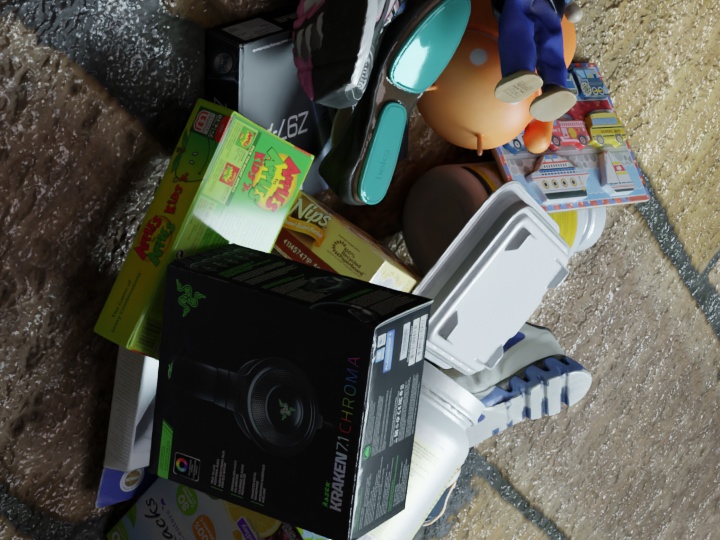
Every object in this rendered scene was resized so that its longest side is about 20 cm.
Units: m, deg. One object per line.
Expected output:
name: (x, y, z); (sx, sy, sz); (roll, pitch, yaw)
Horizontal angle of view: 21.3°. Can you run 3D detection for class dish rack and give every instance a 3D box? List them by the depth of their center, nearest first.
dish rack: (0.118, 0.018, 1.691); (0.172, 0.043, 0.200); (-52, 157, 2)

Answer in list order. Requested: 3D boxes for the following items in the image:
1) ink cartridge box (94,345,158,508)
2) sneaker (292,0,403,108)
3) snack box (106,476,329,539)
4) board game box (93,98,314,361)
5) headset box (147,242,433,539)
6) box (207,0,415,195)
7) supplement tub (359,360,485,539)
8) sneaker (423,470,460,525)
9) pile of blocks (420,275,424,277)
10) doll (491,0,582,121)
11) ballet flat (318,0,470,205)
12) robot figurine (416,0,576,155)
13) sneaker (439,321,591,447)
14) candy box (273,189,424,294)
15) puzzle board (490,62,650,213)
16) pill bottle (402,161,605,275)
ink cartridge box: (-0.129, 0.107, 1.644); (0.199, 0.041, 0.201); (-13, 123, -43)
sneaker: (0.008, -0.226, 1.546); (0.086, 0.080, 0.201); (19, 78, -46)
snack box: (-0.118, 0.225, 1.618); (0.053, 0.143, 0.200); (-8, 148, -49)
board game box: (-0.123, -0.023, 1.515); (0.101, 0.047, 0.201); (26, 87, -48)
headset box: (-0.061, 0.087, 1.451); (0.093, 0.199, 0.175); (-20, 122, -57)
box: (-0.041, -0.146, 1.615); (0.199, 0.043, 0.161); (-22, 127, -38)
supplement tub: (0.007, 0.171, 1.717); (0.201, 0.145, 0.145); (-55, 141, -5)
sneaker: (0.031, 0.229, 1.897); (0.200, 0.078, 0.080); (-30, 127, -35)
pile of blocks: (0.080, 0.044, 1.835); (0.199, 0.082, 0.063); (-12, 121, -44)
doll: (0.135, -0.228, 1.611); (0.136, 0.201, 0.048); (23, 140, -34)
ballet flat: (0.019, -0.153, 1.587); (0.068, 0.068, 0.201); (25, 92, -53)
robot figurine: (0.119, -0.183, 1.685); (0.200, 0.116, 0.144); (-53, 147, -43)
sneaker: (0.118, 0.102, 1.910); (0.198, 0.115, 0.081); (-16, 141, -12)
candy box: (0.000, 0.000, 1.654); (0.055, 0.115, 0.200); (-51, 156, 3)
puzzle board: (0.191, -0.129, 1.818); (0.199, 0.151, 0.017); (-8, 161, -44)
pill bottle: (0.143, -0.050, 1.821); (0.199, 0.112, 0.113); (-7, 118, -44)
